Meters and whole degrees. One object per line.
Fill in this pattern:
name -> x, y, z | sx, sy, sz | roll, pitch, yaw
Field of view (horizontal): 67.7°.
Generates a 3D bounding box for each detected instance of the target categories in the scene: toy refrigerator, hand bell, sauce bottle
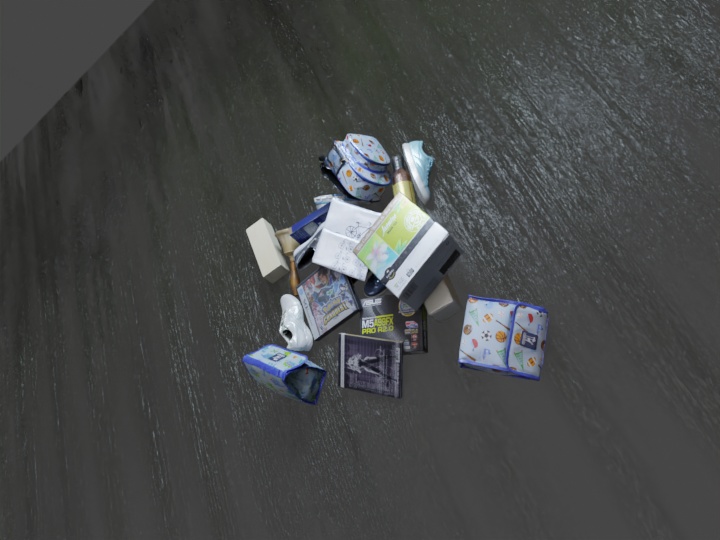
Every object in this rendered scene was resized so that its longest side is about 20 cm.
toy refrigerator -> -0.308, -0.066, 1.787 | 0.075, 0.070, 0.204 | -32, 60, 9
hand bell -> -0.214, -0.022, 1.719 | 0.101, 0.103, 0.208 | -13, 79, 25
sauce bottle -> 0.127, -0.244, 1.592 | 0.064, 0.066, 0.206 | -18, 63, 23

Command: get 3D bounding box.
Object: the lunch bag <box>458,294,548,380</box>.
lunch bag -> 0.344, 0.162, 1.291 | 0.193, 0.124, 0.176 | 9, 78, 18

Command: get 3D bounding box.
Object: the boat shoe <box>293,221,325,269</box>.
boat shoe -> -0.127, -0.076, 1.636 | 0.198, 0.072, 0.069 | -36, 37, 16

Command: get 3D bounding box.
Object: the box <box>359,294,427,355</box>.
box -> 0.089, 0.151, 1.487 | 0.194, 0.044, 0.166 | -9, 70, 28

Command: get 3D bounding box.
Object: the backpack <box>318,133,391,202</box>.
backpack -> 0.007, -0.303, 1.602 | 0.154, 0.196, 0.194 | -48, 63, 41

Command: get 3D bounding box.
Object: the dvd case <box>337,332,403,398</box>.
dvd case -> 0.025, 0.258, 1.467 | 0.194, 0.016, 0.155 | 4, 98, 27

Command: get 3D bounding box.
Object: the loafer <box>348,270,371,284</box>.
loafer -> 0.000, 0.000, 1.577 | 0.198, 0.071, 0.064 | -36, 58, 28

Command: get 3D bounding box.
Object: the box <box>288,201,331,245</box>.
box -> -0.111, -0.138, 1.661 | 0.196, 0.121, 0.033 | -28, 50, 19

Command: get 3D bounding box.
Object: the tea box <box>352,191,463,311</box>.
tea box -> 0.121, -0.049, 1.373 | 0.202, 0.133, 0.196 | -51, 56, 5

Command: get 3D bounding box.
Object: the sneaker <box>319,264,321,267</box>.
sneaker -> -0.039, -0.077, 1.642 | 0.196, 0.076, 0.118 | -23, 46, 26

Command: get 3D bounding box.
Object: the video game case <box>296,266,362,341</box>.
video game case -> -0.097, 0.080, 1.593 | 0.198, 0.025, 0.185 | -36, 65, 32

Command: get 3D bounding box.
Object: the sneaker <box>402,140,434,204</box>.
sneaker -> 0.185, -0.295, 1.571 | 0.079, 0.074, 0.206 | -18, 74, 4

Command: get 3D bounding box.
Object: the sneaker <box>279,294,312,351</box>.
sneaker -> -0.211, 0.155, 1.635 | 0.071, 0.078, 0.203 | -56, 48, 37

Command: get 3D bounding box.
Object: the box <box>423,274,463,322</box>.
box -> 0.194, 0.026, 1.441 | 0.076, 0.094, 0.205 | -29, 62, 17

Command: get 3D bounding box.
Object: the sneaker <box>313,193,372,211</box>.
sneaker -> -0.050, -0.197, 1.689 | 0.193, 0.075, 0.090 | -1, 105, 23

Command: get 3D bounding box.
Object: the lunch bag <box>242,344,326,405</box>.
lunch bag -> -0.218, 0.291, 1.530 | 0.166, 0.199, 0.132 | 12, 79, 33

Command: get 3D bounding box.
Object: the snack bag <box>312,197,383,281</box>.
snack bag -> -0.034, -0.093, 1.543 | 0.184, 0.021, 0.206 | 19, 89, 22

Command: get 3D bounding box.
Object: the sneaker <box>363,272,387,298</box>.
sneaker -> 0.070, -0.010, 1.530 | 0.201, 0.084, 0.075 | -48, 56, 8
